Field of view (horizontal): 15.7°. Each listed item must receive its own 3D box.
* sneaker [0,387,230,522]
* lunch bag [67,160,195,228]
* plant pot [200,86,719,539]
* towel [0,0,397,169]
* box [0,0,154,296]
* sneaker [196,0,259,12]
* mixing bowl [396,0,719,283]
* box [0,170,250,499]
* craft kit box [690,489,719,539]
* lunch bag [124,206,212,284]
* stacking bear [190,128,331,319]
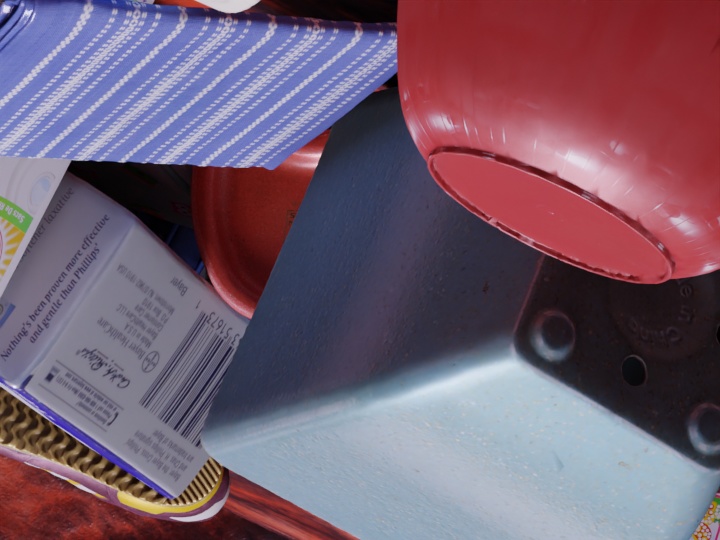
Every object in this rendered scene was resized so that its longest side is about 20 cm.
[{"bbox_3d":[-0.167,0.089,1.479,0.200,0.075,0.090,28,164,11],"label":"sneaker"},{"bbox_3d":[-0.149,-0.092,1.392,0.200,0.077,0.160,19,168,32],"label":"lunch bag"},{"bbox_3d":[0.083,0.026,1.160,0.196,0.196,0.200,31,157,-19],"label":"plant pot"},{"bbox_3d":[-0.088,-0.083,1.128,0.199,0.024,0.145,1,159,-34],"label":"towel"},{"bbox_3d":[-0.197,-0.086,1.215,0.101,0.200,0.112,20,167,30],"label":"box"},{"bbox_3d":[-0.094,-0.154,1.001,0.111,0.077,0.200,21,178,-24],"label":"sneaker"},{"bbox_3d":[0.089,-0.065,0.923,0.200,0.109,0.200,26,169,5],"label":"mixing bowl"},{"bbox_3d":[-0.172,0.005,1.340,0.200,0.105,0.184,32,172,30],"label":"box"},{"bbox_3d":[0.241,0.167,1.598,0.197,0.049,0.200,3,170,-5],"label":"craft kit box"},{"bbox_3d":[-0.101,0.006,1.514,0.132,0.136,0.200,30,178,-17],"label":"lunch bag"},{"bbox_3d":[0.000,0.000,1.373,0.121,0.114,0.200,4,166,21],"label":"stacking bear"}]
